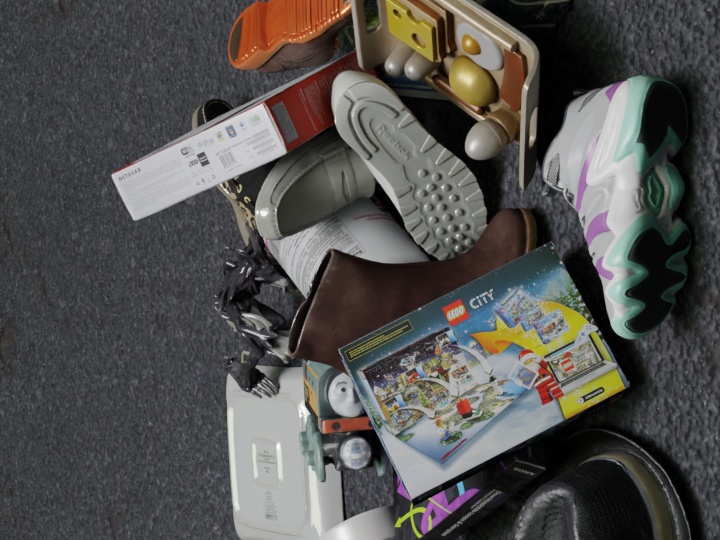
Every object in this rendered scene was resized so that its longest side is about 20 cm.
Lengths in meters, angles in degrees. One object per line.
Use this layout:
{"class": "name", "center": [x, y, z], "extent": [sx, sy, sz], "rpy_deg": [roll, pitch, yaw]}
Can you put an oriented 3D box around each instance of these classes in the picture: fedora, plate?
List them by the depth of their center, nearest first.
{"class": "fedora", "center": [0.177, 0.232, 1.263], "extent": [0.200, 0.091, 0.203], "rpy_deg": [7, 98, 53]}
{"class": "plate", "center": [-0.089, 0.202, 1.669], "extent": [0.199, 0.032, 0.203], "rpy_deg": [-2, 92, 53]}

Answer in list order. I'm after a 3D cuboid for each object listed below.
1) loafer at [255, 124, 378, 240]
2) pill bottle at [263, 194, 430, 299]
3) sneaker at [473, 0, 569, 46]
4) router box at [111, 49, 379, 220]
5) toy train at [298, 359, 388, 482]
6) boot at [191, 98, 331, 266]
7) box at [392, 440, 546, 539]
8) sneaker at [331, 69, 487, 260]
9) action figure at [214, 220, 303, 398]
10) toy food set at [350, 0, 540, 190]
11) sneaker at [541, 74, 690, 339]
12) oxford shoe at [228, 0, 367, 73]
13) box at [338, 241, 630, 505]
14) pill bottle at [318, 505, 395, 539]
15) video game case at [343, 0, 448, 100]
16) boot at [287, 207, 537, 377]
{"class": "loafer", "center": [-0.019, -0.090, 1.420], "extent": [0.069, 0.200, 0.071], "rpy_deg": [15, 134, 34]}
{"class": "pill bottle", "center": [0.000, 0.000, 1.462], "extent": [0.200, 0.112, 0.114], "rpy_deg": [51, 131, 37]}
{"class": "sneaker", "center": [0.142, -0.268, 1.299], "extent": [0.201, 0.077, 0.087], "rpy_deg": [-60, 31, 34]}
{"class": "router box", "center": [-0.102, -0.126, 1.438], "extent": [0.199, 0.179, 0.049], "rpy_deg": [-21, 101, 36]}
{"class": "toy train", "center": [-0.018, 0.130, 1.481], "extent": [0.200, 0.084, 0.116], "rpy_deg": [-149, 54, -83]}
{"class": "boot", "center": [-0.093, -0.121, 1.608], "extent": [0.151, 0.073, 0.202], "rpy_deg": [-46, 61, 46]}
{"class": "box", "center": [0.091, 0.151, 1.380], "extent": [0.200, 0.036, 0.144], "rpy_deg": [-46, 35, 44]}
{"class": "sneaker", "center": [0.044, -0.095, 1.384], "extent": [0.201, 0.076, 0.081], "rpy_deg": [54, -179, -23]}
{"class": "action figure", "center": [-0.093, 0.036, 1.577], "extent": [0.101, 0.120, 0.201], "rpy_deg": [17, 145, 9]}
{"class": "toy food set", "center": [0.069, -0.166, 1.310], "extent": [0.199, 0.060, 0.144], "rpy_deg": [38, 159, 24]}
{"class": "sneaker", "center": [0.190, -0.049, 1.243], "extent": [0.139, 0.077, 0.203], "rpy_deg": [3, 86, 54]}
{"class": "oxford shoe", "center": [-0.043, -0.228, 1.426], "extent": [0.199, 0.072, 0.072], "rpy_deg": [-13, 70, 55]}
{"class": "box", "center": [0.100, 0.083, 1.272], "extent": [0.138, 0.198, 0.038], "rpy_deg": [63, 176, 18]}
{"class": "pill bottle", "center": [0.036, 0.328, 1.448], "extent": [0.110, 0.109, 0.202], "rpy_deg": [-46, 58, 44]}
{"class": "video game case", "center": [0.019, -0.236, 1.391], "extent": [0.143, 0.018, 0.201], "rpy_deg": [13, 143, 51]}
{"class": "boot", "center": [0.047, 0.014, 1.324], "extent": [0.202, 0.165, 0.072], "rpy_deg": [-63, 25, 6]}
